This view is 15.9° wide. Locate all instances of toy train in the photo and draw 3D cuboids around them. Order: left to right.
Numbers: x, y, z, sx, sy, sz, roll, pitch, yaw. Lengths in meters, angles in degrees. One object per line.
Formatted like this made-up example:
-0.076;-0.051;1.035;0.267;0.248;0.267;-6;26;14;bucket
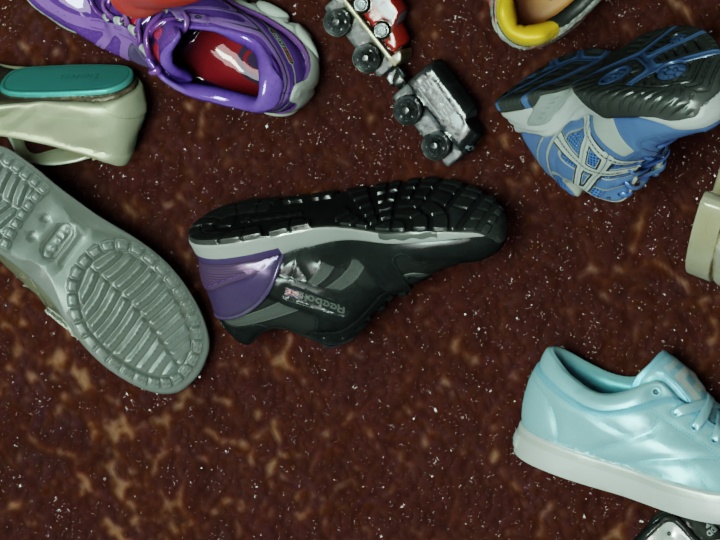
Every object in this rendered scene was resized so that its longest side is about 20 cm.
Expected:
0.006;-0.150;1.527;0.046;0.034;0.200;-39;87;20;toy train

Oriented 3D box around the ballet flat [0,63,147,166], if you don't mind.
-0.228;-0.099;1.607;0.199;0.069;0.070;8;104;16;ballet flat

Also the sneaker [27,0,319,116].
-0.120;-0.152;1.544;0.199;0.083;0.081;24;108;14;sneaker

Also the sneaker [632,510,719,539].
0.226;0.186;1.497;0.200;0.076;0.116;-12;99;23;sneaker

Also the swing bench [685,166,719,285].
0.298;-0.048;1.396;0.198;0.130;0.201;20;106;13;swing bench

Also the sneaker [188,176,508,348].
0.000;0.000;1.551;0.199;0.076;0.088;-4;114;23;sneaker

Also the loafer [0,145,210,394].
-0.174;-0.004;1.609;0.075;0.070;0.200;-45;96;-5;loafer

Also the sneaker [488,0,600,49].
0.140;-0.205;1.440;0.078;0.082;0.200;30;109;-2;sneaker

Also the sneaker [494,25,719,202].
0.154;-0.084;1.433;0.076;0.200;0.077;-35;103;-19;sneaker

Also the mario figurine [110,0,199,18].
-0.139;-0.236;1.500;0.123;0.106;0.200;-38;62;-10;mario figurine

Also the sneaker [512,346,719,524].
0.187;0.093;1.493;0.199;0.074;0.082;12;108;16;sneaker
